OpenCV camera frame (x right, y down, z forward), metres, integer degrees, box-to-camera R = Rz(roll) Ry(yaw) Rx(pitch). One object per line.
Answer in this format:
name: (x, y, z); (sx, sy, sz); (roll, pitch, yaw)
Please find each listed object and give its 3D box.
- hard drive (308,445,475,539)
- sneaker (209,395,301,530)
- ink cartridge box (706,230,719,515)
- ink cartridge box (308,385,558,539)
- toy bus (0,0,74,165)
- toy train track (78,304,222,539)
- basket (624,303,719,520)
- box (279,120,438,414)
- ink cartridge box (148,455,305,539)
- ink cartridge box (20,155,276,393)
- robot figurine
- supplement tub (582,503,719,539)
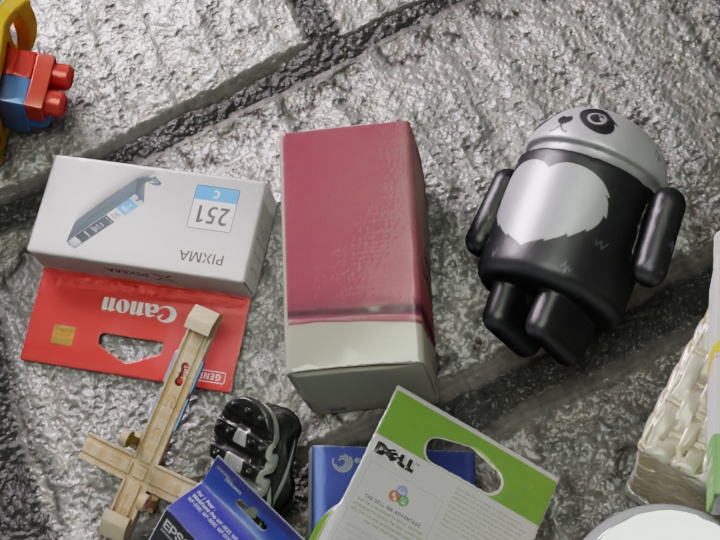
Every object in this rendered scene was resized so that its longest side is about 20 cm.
hard drive: (0.026, 0.236, 1.089); (0.130, 0.025, 0.202); (4, 70, -12)
sneaker: (-0.094, 0.191, 1.124); (0.066, 0.090, 0.202); (26, 102, 27)
ink cartridge box: (0.287, 0.057, 0.938); (0.116, 0.067, 0.202); (1, 70, 11)
ink cartridge box: (0.038, 0.212, 1.046); (0.147, 0.076, 0.201); (29, 66, -1)
toy bus: (-0.348, -0.195, 1.281); (0.190, 0.136, 0.202); (6, 68, -2)
toy train track: (-0.164, 0.123, 1.162); (0.114, 0.033, 0.202); (21, 84, 15)
basket: (0.321, 0.111, 1.035); (0.197, 0.161, 0.201); (28, 76, 19)
box: (0.000, 0.000, 1.144); (0.108, 0.128, 0.202); (-5, 70, 7)
ink cartridge box: (-0.126, 0.245, 1.070); (0.099, 0.039, 0.201); (39, 116, 21)
ink cartridge box: (-0.186, 0.000, 1.221); (0.198, 0.045, 0.178); (7, 71, 12)
robot figurine: (0.165, -0.031, 1.128); (0.149, 0.125, 0.202); (22, 75, 3)
supplement tub: (0.207, 0.241, 0.983); (0.143, 0.200, 0.146); (-3, 71, 8)
